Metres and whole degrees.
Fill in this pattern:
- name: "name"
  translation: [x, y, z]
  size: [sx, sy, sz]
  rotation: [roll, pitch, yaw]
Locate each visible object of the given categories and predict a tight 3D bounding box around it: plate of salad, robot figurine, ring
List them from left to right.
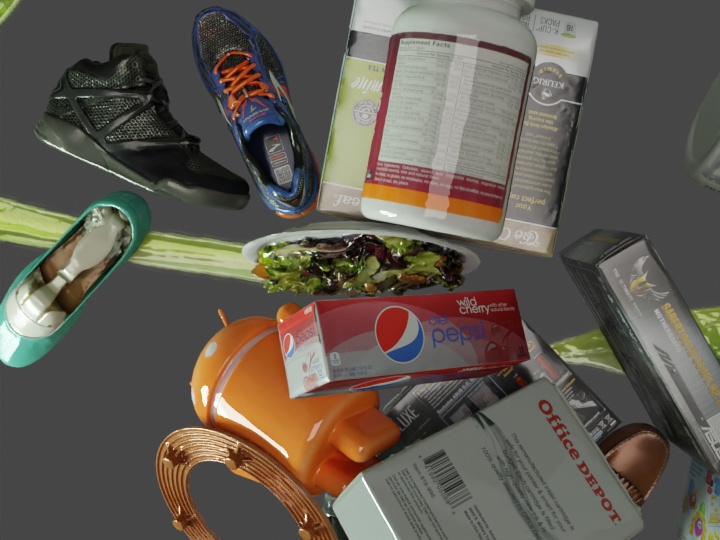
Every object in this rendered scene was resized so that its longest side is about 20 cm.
- name: "ring"
  translation: [-0.102, 0.220, 0.856]
  size: [0.199, 0.019, 0.202]
  rotation: [21, 131, 25]
- name: "robot figurine"
  translation: [-0.065, 0.117, 0.853]
  size: [0.199, 0.144, 0.117]
  rotation: [31, 61, 25]
- name: "plate of salad"
  translation: [0.000, 0.000, 0.822]
  size: [0.198, 0.200, 0.048]
  rotation: [3, 77, -1]

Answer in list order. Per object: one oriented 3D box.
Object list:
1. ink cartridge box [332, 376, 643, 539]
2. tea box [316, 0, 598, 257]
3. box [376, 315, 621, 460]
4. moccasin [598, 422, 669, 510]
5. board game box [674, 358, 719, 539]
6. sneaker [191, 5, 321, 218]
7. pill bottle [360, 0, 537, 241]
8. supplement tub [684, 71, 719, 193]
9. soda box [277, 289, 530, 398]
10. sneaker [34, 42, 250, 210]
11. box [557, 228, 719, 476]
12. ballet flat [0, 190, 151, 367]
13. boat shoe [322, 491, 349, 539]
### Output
- name: "ink cartridge box"
  translation: [0.102, 0.194, 0.782]
  size: [0.199, 0.083, 0.147]
  rotation: [-21, 69, -30]
- name: "tea box"
  translation: [0.077, -0.125, 0.849]
  size: [0.198, 0.134, 0.198]
  rotation: [12, 92, -1]
- name: "box"
  translation: [0.111, 0.149, 0.907]
  size: [0.158, 0.050, 0.200]
  rotation: [45, 91, -3]
- name: "moccasin"
  translation: [0.206, 0.223, 0.898]
  size: [0.201, 0.078, 0.074]
  rotation: [-43, 93, 2]
- name: "board game box"
  translation: [0.362, 0.193, 0.886]
  size: [0.102, 0.105, 0.202]
  rotation: [11, 94, -2]
- name: "sneaker"
  translation: [-0.089, -0.143, 0.873]
  size: [0.075, 0.078, 0.201]
  rotation: [-28, 93, 0]
- name: "pill bottle"
  translation: [0.069, -0.129, 0.727]
  size: [0.109, 0.110, 0.202]
  rotation: [10, 93, -1]
- name: "supplement tub"
  translation: [0.398, -0.100, 0.861]
  size: [0.199, 0.123, 0.123]
  rotation: [21, 93, -2]
- name: "soda box"
  translation: [0.038, 0.057, 0.796]
  size: [0.199, 0.070, 0.064]
  rotation: [-3, 73, -34]
- name: "sneaker"
  translation: [-0.178, -0.129, 0.873]
  size: [0.198, 0.076, 0.115]
  rotation: [26, 99, 3]
- name: "box"
  translation: [0.252, 0.063, 0.850]
  size: [0.048, 0.158, 0.201]
  rotation: [-30, 93, 2]
- name: "ballet flat"
  translation: [-0.267, 0.007, 0.882]
  size: [0.067, 0.070, 0.200]
  rotation: [42, 92, -3]
- name: "boat shoe"
  translation: [0.061, 0.218, 0.848]
  size: [0.198, 0.072, 0.072]
  rotation: [0, 89, -3]
